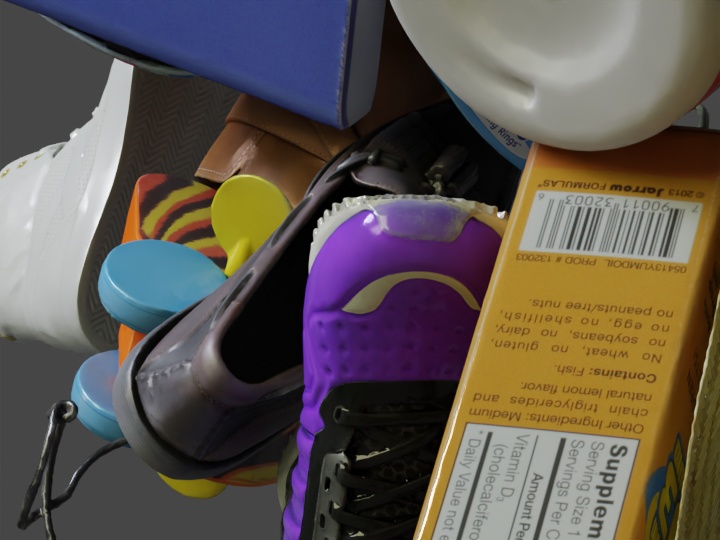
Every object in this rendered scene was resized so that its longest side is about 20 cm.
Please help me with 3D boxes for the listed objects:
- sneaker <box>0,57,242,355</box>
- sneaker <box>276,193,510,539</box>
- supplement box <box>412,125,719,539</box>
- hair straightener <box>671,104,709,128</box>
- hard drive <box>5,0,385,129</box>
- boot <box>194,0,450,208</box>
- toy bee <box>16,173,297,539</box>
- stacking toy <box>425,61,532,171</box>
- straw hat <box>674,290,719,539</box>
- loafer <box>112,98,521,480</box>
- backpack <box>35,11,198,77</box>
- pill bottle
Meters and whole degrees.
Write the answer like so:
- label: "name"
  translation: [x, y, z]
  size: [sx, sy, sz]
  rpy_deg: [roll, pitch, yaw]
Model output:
- label: "sneaker"
  translation: [-0.106, -0.061, 1.275]
  size: [0.115, 0.073, 0.201]
  rpy_deg: [1, 65, 53]
- label: "sneaker"
  translation: [0.013, 0.063, 0.923]
  size: [0.201, 0.069, 0.100]
  rpy_deg: [99, 173, -53]
- label: "supplement box"
  translation: [0.061, 0.052, 0.841]
  size: [0.068, 0.067, 0.201]
  rpy_deg: [6, 53, 20]
- label: "hair straightener"
  translation: [0.095, 0.013, 0.972]
  size: [0.077, 0.041, 0.201]
  rpy_deg: [-27, 33, 35]
- label: "hard drive"
  translation: [-0.079, -0.142, 1.043]
  size: [0.199, 0.133, 0.025]
  rpy_deg: [22, 34, 24]
- label: "boot"
  translation: [-0.015, -0.095, 1.206]
  size: [0.155, 0.074, 0.200]
  rpy_deg: [-54, 26, 2]
- label: "toy bee"
  translation: [-0.051, 0.044, 1.084]
  size: [0.131, 0.108, 0.201]
  rpy_deg: [110, 176, -52]
- label: "stacking toy"
  translation: [0.112, -0.129, 1.038]
  size: [0.199, 0.116, 0.110]
  rpy_deg: [-32, 34, 17]
- label: "straw hat"
  translation: [0.144, 0.023, 0.823]
  size: [0.084, 0.202, 0.202]
  rpy_deg: [11, 56, 11]
- label: "loafer"
  translation: [0.000, 0.000, 1.026]
  size: [0.200, 0.072, 0.063]
  rpy_deg: [-41, 2, -36]
- label: "backpack"
  translation: [-0.061, -0.181, 1.117]
  size: [0.177, 0.150, 0.201]
  rpy_deg: [27, 119, 26]
- label: "pill bottle"
  translation: [0.105, -0.130, 0.899]
  size: [0.119, 0.120, 0.200]
  rpy_deg: [-15, 17, 46]
